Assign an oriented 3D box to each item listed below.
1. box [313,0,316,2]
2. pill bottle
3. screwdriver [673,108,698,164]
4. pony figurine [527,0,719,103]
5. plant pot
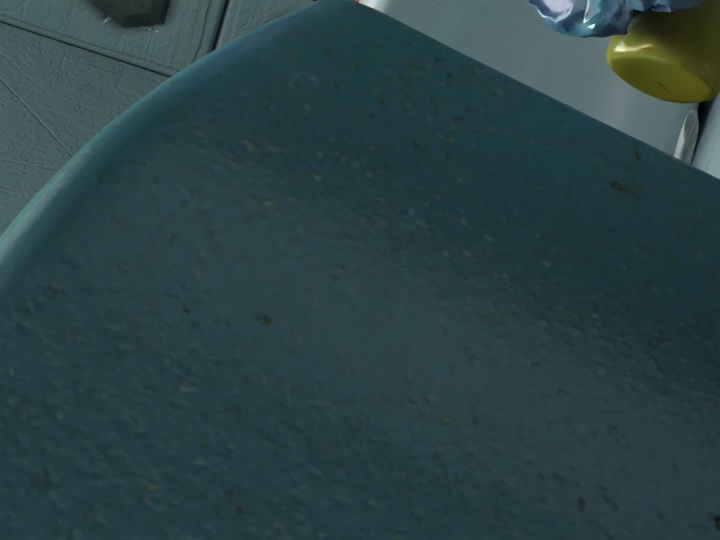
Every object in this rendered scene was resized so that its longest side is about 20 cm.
[{"bbox_3d":[0.030,-0.170,0.964,0.137,0.040,0.201,-38,-45,-20],"label":"box"},{"bbox_3d":[0.052,-0.083,0.850,0.200,0.113,0.115,-90,18,-77],"label":"pill bottle"},{"bbox_3d":[0.069,0.052,0.661,0.029,0.028,0.201,13,84,56],"label":"screwdriver"},{"bbox_3d":[0.093,-0.132,0.435,0.193,0.166,0.201,5,72,53],"label":"pony figurine"},{"bbox_3d":[-0.004,0.063,0.540,0.201,0.195,0.196,-64,-1,-25],"label":"plant pot"}]
